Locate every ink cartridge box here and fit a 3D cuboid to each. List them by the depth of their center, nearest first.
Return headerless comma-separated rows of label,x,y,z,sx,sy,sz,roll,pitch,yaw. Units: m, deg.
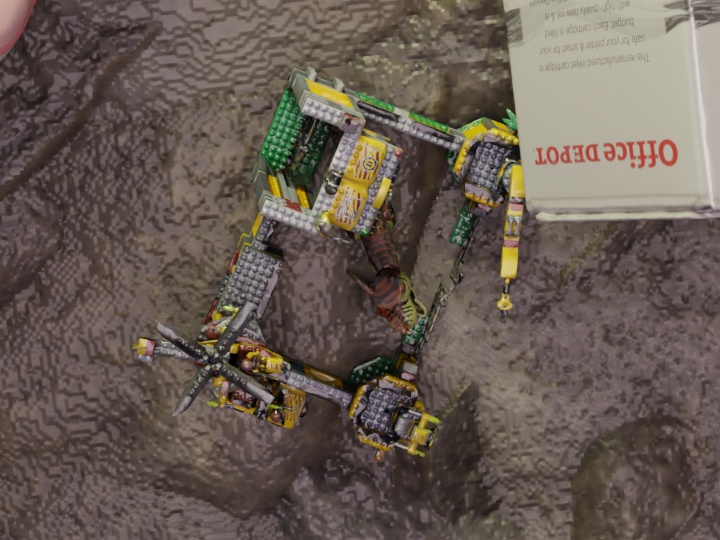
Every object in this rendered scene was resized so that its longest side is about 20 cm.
ink cartridge box,0.134,-0.125,1.065,0.085,0.146,0.200,-7,94,-29

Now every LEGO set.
LEGO set,0.000,0.000,1.116,0.154,0.116,0.200,29,99,-11

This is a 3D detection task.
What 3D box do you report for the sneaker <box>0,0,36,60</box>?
sneaker,-0.155,-0.189,0.998,0.075,0.105,0.200,12,70,-23
